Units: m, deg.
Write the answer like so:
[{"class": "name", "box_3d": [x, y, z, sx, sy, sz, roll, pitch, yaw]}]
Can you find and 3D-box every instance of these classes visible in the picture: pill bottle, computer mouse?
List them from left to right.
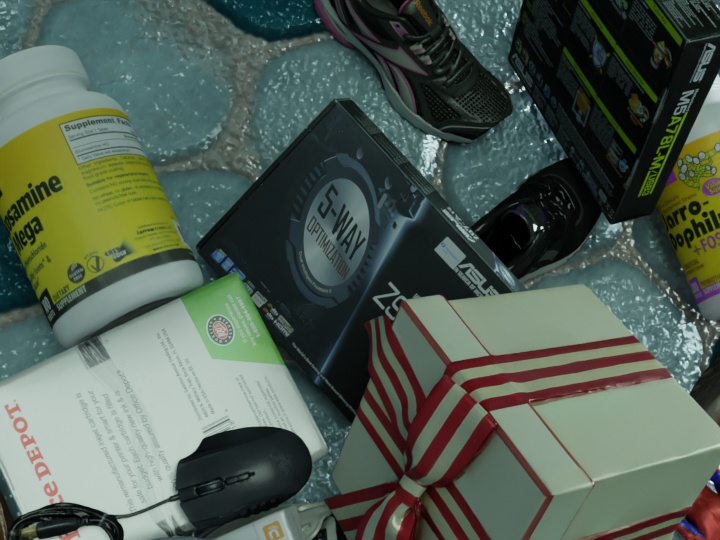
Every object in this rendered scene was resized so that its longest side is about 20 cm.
[{"class": "pill bottle", "box_3d": [-0.202, -0.053, 0.784, 0.112, 0.112, 0.201, -24, 80, -18]}, {"class": "computer mouse", "box_3d": [-0.124, 0.146, 0.696, 0.198, 0.034, 0.059, -17, 83, -18]}, {"class": "pill bottle", "box_3d": [0.298, -0.067, 0.909, 0.103, 0.104, 0.202, -16, 78, -17]}]

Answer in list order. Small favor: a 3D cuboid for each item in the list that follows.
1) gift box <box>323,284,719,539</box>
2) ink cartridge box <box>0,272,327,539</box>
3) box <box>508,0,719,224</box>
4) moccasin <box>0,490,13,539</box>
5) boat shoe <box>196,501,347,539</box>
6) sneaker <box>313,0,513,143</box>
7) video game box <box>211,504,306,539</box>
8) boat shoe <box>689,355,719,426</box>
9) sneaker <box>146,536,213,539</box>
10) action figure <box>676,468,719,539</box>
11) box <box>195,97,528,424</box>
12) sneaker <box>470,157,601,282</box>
[{"class": "gift box", "box_3d": [0.085, 0.122, 0.711, 0.185, 0.186, 0.200, -6, 37, -35]}, {"class": "ink cartridge box", "box_3d": [-0.146, 0.114, 0.763, 0.199, 0.084, 0.146, -25, 81, -19]}, {"class": "box", "box_3d": [0.188, -0.171, 0.836, 0.047, 0.194, 0.201, -13, 55, -17]}, {"class": "moccasin", "box_3d": [-0.262, 0.225, 0.706, 0.073, 0.078, 0.203, 3, 73, -10]}, {"class": "boat shoe", "box_3d": [-0.029, 0.199, 0.775, 0.198, 0.066, 0.073, -3, 75, -14]}, {"class": "sneaker", "box_3d": [0.044, -0.187, 0.894, 0.200, 0.086, 0.081, 38, 71, -1]}, {"class": "video game box", "box_3d": [-0.102, 0.279, 0.716, 0.199, 0.047, 0.183, -24, 78, 1]}, {"class": "boat shoe", "box_3d": [0.348, 0.079, 0.895, 0.200, 0.076, 0.072, -38, 87, -18]}, {"class": "sneaker", "box_3d": [-0.053, 0.207, 0.642, 0.199, 0.089, 0.079, 21, 65, -11]}, {"class": "action figure", "box_3d": [0.245, 0.155, 0.862, 0.065, 0.052, 0.201, -38, 90, -14]}, {"class": "box", "box_3d": [0.000, 0.000, 0.807, 0.160, 0.044, 0.200, -43, 87, 18]}, {"class": "sneaker", "box_3d": [0.137, -0.032, 0.869, 0.200, 0.088, 0.076, -38, 85, -20]}]
